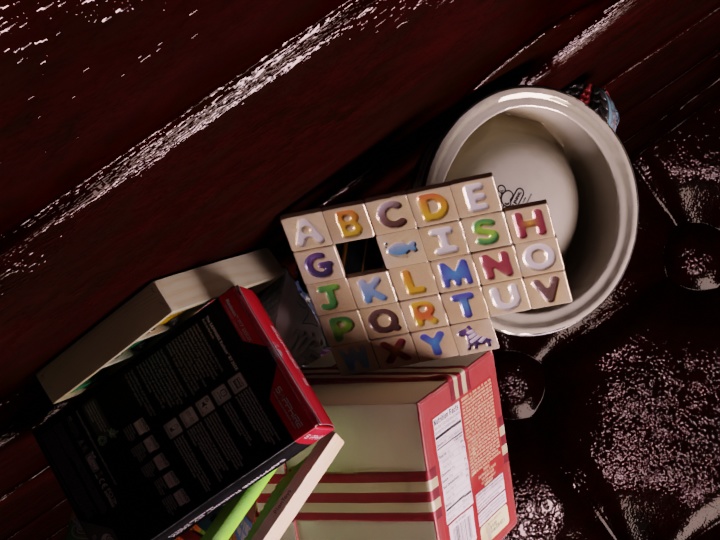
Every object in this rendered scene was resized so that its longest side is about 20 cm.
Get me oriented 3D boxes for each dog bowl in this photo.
[{"bbox_3d":[0.125,-0.049,1.303,0.199,0.201,0.074,-33,-166,-17],"label":"dog bowl"}]

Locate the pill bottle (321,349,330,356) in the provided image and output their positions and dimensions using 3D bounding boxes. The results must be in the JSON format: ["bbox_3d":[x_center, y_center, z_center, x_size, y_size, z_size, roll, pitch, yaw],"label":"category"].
[{"bbox_3d":[-0.017,0.092,1.801,0.112,0.112,0.201,-38,-162,38],"label":"pill bottle"}]

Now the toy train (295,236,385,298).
[{"bbox_3d":[0.000,0.000,1.398,0.113,0.086,0.200,11,176,-4],"label":"toy train"}]

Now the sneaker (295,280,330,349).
[{"bbox_3d":[-0.095,0.063,1.606,0.085,0.078,0.200,-26,172,31],"label":"sneaker"}]

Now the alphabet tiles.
[{"bbox_3d":[0.056,0.004,1.224,0.198,0.168,0.008,-11,-142,13],"label":"alphabet tiles"}]

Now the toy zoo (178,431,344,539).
[{"bbox_3d":[-0.124,0.140,1.239,0.132,0.199,0.020,-55,145,-13],"label":"toy zoo"}]

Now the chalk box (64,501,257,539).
[{"bbox_3d":[-0.161,0.217,1.304,0.123,0.201,0.125,-2,142,11],"label":"chalk box"}]

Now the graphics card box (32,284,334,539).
[{"bbox_3d":[-0.132,0.119,1.181,0.199,0.126,0.051,-36,165,9],"label":"graphics card box"}]

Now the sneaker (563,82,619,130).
[{"bbox_3d":[0.214,-0.088,1.616,0.095,0.079,0.201,2,116,-63],"label":"sneaker"}]

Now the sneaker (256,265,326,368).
[{"bbox_3d":[-0.064,0.046,1.364,0.074,0.087,0.200,-42,-177,5],"label":"sneaker"}]

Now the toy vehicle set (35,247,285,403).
[{"bbox_3d":[-0.149,0.039,1.220,0.124,0.027,0.200,-36,174,22],"label":"toy vehicle set"}]

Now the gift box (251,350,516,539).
[{"bbox_3d":[0.007,0.178,1.312,0.185,0.202,0.184,-2,-173,28],"label":"gift box"}]
